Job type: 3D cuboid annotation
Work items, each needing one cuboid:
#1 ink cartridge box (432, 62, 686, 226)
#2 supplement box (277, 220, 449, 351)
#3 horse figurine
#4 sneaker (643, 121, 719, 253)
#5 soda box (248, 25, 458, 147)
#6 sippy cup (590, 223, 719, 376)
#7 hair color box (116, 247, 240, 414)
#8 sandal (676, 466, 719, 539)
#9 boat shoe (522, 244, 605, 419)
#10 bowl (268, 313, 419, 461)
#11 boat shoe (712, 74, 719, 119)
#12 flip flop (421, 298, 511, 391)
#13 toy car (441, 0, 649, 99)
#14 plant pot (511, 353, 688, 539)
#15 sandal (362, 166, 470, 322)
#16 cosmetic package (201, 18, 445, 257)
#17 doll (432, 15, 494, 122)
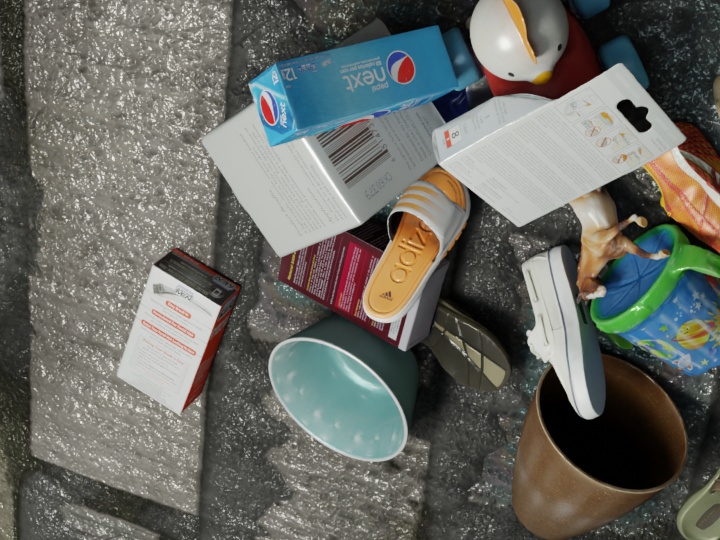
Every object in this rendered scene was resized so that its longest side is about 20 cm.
[{"bbox_3d":[0.193,-0.131,1.095,0.199,0.051,0.162,-29,143,26],"label":"ink cartridge box"},{"bbox_3d":[0.000,0.000,1.356,0.199,0.061,0.110,29,121,23],"label":"supplement box"},{"bbox_3d":[0.262,-0.072,1.216,0.132,0.049,0.202,-24,82,63],"label":"horse figurine"},{"bbox_3d":[0.371,-0.069,1.202,0.201,0.073,0.077,54,144,-4],"label":"sneaker"},{"bbox_3d":[-0.005,-0.182,1.100,0.064,0.199,0.069,-18,92,59],"label":"soda box"},{"bbox_3d":[0.344,0.041,1.225,0.130,0.178,0.140,37,95,-11],"label":"sippy cup"},{"bbox_3d":[-0.249,0.085,1.527,0.110,0.064,0.201,30,123,8],"label":"hair color box"},{"bbox_3d":[0.447,0.264,1.325,0.079,0.057,0.202,29,122,7],"label":"sandal"},{"bbox_3d":[0.225,0.074,1.277,0.069,0.071,0.202,-20,72,29],"label":"boat shoe"},{"bbox_3d":[-0.006,0.130,1.404,0.199,0.105,0.202,22,139,21],"label":"bowl"},{"bbox_3d":[0.417,-0.114,1.157,0.065,0.072,0.201,10,130,58],"label":"boat shoe"},{"bbox_3d":[0.107,0.071,1.380,0.199,0.057,0.082,34,123,23],"label":"flip flop"},{"bbox_3d":[0.166,-0.212,1.092,0.183,0.200,0.178,-26,85,15],"label":"toy car"},{"bbox_3d":[0.258,0.232,1.333,0.186,0.187,0.201,30,136,6],"label":"plant pot"},{"bbox_3d":[0.064,-0.038,1.261,0.078,0.208,0.059,18,156,18],"label":"sandal"},{"bbox_3d":[-0.037,-0.140,1.228,0.166,0.165,0.199,57,150,-10],"label":"cosmetic package"},{"bbox_3d":[0.129,-0.210,1.233,0.198,0.048,0.138,-2,103,23],"label":"doll"}]
